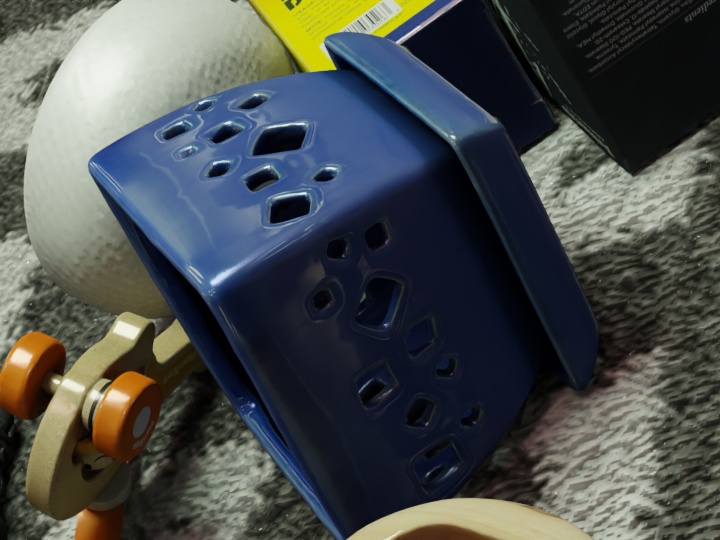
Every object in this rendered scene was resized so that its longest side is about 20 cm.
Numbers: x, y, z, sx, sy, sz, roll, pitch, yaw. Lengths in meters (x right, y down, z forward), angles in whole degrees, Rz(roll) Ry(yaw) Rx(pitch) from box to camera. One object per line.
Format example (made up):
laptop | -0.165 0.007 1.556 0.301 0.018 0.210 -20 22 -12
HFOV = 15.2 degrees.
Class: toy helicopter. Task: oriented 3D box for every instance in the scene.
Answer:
toy helicopter | -0.126 0.076 1.510 0.078 0.133 0.200 20 32 19

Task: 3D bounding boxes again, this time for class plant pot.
plant pot | 0.000 0.000 1.401 0.179 0.201 0.200 -33 32 -9

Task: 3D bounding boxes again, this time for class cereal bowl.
cereal bowl | -0.099 -0.061 1.569 0.083 0.201 0.200 24 63 35

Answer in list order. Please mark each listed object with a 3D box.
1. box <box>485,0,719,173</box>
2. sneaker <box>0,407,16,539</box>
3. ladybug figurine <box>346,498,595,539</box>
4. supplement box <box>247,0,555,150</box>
box | 0.119 -0.196 1.534 0.124 0.197 0.200 -37 33 -1
sneaker | -0.241 0.102 1.596 0.087 0.076 0.200 -36 32 -13
ladybug figurine | 0.055 0.175 1.237 0.136 0.072 0.199 -49 35 -19
supplement box | 0.017 -0.136 1.629 0.109 0.109 0.200 -35 33 -1
